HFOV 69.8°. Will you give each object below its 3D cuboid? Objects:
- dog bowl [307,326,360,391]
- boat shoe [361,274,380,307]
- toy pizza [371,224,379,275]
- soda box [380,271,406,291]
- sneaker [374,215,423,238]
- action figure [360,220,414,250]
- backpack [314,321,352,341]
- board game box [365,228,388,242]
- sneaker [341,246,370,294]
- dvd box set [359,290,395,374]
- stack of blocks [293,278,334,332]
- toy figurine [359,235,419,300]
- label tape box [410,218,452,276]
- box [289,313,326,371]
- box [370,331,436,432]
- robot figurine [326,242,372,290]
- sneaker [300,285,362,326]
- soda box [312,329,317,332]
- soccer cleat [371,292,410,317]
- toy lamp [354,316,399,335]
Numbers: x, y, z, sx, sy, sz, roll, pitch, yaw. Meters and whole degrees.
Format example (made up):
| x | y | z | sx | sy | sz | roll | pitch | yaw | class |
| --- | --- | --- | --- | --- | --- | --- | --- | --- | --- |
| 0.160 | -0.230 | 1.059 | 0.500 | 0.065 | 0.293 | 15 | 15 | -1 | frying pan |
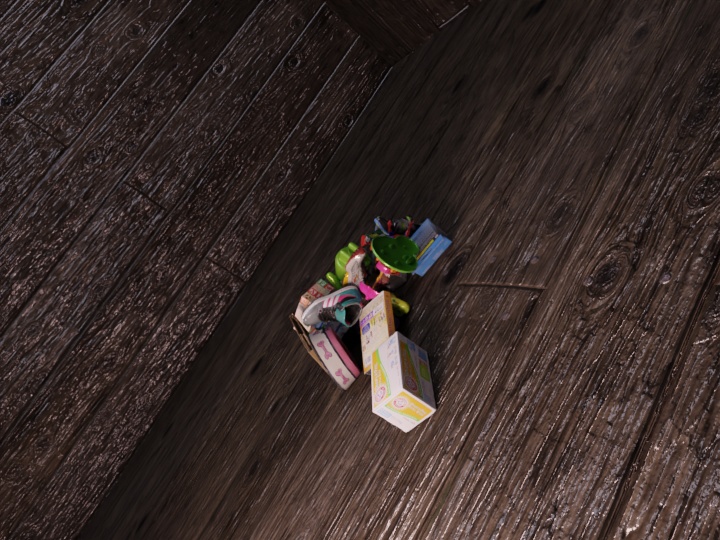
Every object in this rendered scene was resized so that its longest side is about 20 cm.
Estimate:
| x | y | z | sx | sy | sz | roll | pitch | yaw | class |
| --- | --- | --- | --- | --- | --- | --- | --- | --- | --- |
| -0.073 | 0.253 | 1.530 | 0.074 | 0.200 | 0.200 | -34 | 21 | -2 | dog bowl |
| 0.022 | 0.085 | 1.708 | 0.072 | 0.065 | 0.200 | 10 | 34 | 22 | boat shoe |
| 0.065 | -0.073 | 1.836 | 0.200 | 0.032 | 0.201 | 5 | -90 | -85 | toy pizza |
| 0.114 | -0.027 | 1.737 | 0.068 | 0.064 | 0.200 | -40 | 25 | 32 | soda box |
| 0.132 | -0.151 | 1.700 | 0.083 | 0.199 | 0.071 | -63 | 32 | 24 | sneaker |
| 0.093 | -0.118 | 1.604 | 0.065 | 0.200 | 0.099 | 26 | 110 | 36 | action figure |
| -0.076 | 0.161 | 1.711 | 0.163 | 0.154 | 0.200 | -51 | 20 | 14 | backpack |
| 0.101 | -0.106 | 1.717 | 0.200 | 0.105 | 0.023 | -30 | -28 | -56 | board game box |
| 0.000 | 0.000 | 1.607 | 0.078 | 0.082 | 0.200 | -55 | -14 | -33 | sneaker |
| 0.049 | 0.178 | 1.481 | 0.146 | 0.029 | 0.200 | -47 | 39 | 45 | dvd box set |
| -0.167 | 0.136 | 1.749 | 0.115 | 0.059 | 0.200 | -46 | -14 | -46 | stack of blocks |
| 0.073 | 0.005 | 1.547 | 0.200 | 0.150 | 0.184 | -36 | -18 | -53 | toy figurine |
| 0.206 | -0.062 | 1.592 | 0.144 | 0.063 | 0.200 | -50 | 21 | 14 | label tape box |
| -0.145 | 0.241 | 1.615 | 0.021 | 0.200 | 0.164 | -35 | 48 | -4 | box |
| 0.099 | 0.264 | 1.243 | 0.101 | 0.112 | 0.200 | -44 | 24 | 24 | box |
| -0.027 | -0.003 | 1.764 | 0.175 | 0.116 | 0.200 | -44 | -25 | -27 | robot figurine |
| -0.076 | 0.132 | 1.556 | 0.200 | 0.084 | 0.121 | -29 | 34 | -5 | sneaker |
| -0.139 | 0.244 | 1.842 | 0.064 | 0.068 | 0.200 | -55 | 21 | -3 | soda box |
| 0.090 | 0.099 | 1.589 | 0.084 | 0.065 | 0.200 | -59 | 21 | -20 | soccer cleat |
| 0.051 | 0.168 | 1.577 | 0.200 | 0.058 | 0.058 | -20 | 38 | 60 | toy lamp |
